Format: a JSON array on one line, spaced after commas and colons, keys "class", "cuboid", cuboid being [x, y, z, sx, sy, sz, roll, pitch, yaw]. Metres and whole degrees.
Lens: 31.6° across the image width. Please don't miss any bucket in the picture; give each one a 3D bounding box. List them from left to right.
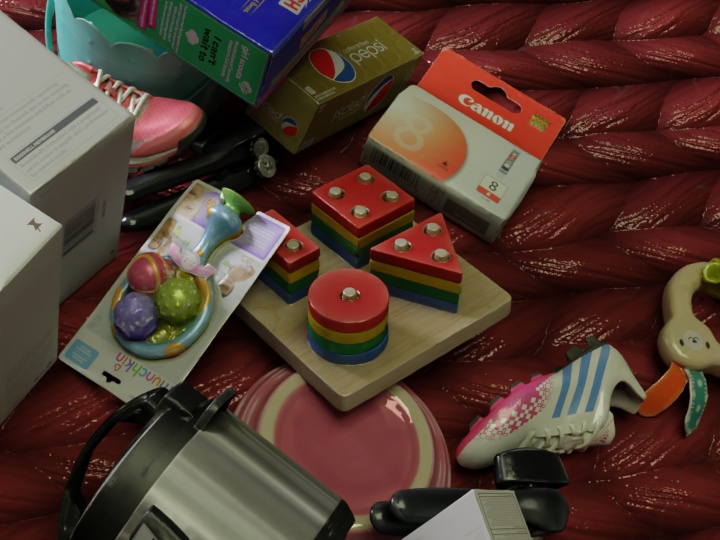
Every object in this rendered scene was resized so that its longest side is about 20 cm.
[{"class": "bucket", "cuboid": [-0.202, -0.240, 1.223, 0.204, 0.135, 0.210, 7, 55, -10]}]

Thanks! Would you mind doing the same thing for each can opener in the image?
[{"class": "can opener", "cuboid": [-0.147, -0.085, 1.179, 0.078, 0.064, 0.199, 3, 28, 41]}, {"class": "can opener", "cuboid": [0.091, 0.194, 1.030, 0.198, 0.064, 0.079, 0, 55, -34]}]

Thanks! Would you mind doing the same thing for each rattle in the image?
[{"class": "rattle", "cuboid": [0.346, 0.047, 1.189, 0.199, 0.143, 0.131, -35, 90, -38]}]

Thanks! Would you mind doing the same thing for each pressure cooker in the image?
[{"class": "pressure cooker", "cuboid": [-0.126, 0.192, 0.933, 0.199, 0.179, 0.176, 37, 66, 5]}]

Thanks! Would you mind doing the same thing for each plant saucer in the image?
[{"class": "plant saucer", "cuboid": [-0.016, 0.155, 1.066, 0.197, 0.051, 0.203, 7, 56, -10]}]

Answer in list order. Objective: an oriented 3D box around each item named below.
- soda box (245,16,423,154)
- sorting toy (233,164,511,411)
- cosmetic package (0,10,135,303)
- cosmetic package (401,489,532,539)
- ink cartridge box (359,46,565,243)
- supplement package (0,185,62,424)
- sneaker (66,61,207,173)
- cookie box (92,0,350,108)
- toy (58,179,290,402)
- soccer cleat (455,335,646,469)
[{"class": "soda box", "cuboid": [-0.022, -0.185, 1.247, 0.068, 0.064, 0.199, 40, 37, 12]}, {"class": "sorting toy", "cuboid": [0.000, 0.000, 1.121, 0.198, 0.070, 0.198, -27, 49, -31]}, {"class": "cosmetic package", "cuboid": [-0.307, -0.092, 1.056, 0.199, 0.200, 0.123, 38, 55, 12]}, {"class": "cosmetic package", "cuboid": [0.047, 0.244, 0.934, 0.050, 0.200, 0.083, 11, 49, -40]}, {"class": "ink cartridge box", "cuboid": [0.114, -0.143, 1.301, 0.161, 0.050, 0.201, 31, 58, 6]}, {"class": "supplement package", "cuboid": [-0.332, 0.032, 0.967, 0.149, 0.201, 0.152, 32, 55, 7]}, {"class": "sneaker", "cuboid": [-0.235, -0.144, 1.138, 0.197, 0.088, 0.074, 4, 45, 19]}, {"class": "cookie box", "cuboid": [-0.123, -0.266, 1.133, 0.199, 0.076, 0.172, 33, 54, 6]}, {"class": "toy", "cuboid": [-0.162, 0.010, 1.073, 0.114, 0.047, 0.201, 26, 68, 28]}, {"class": "soccer cleat", "cuboid": [0.174, 0.131, 1.122, 0.199, 0.070, 0.087, -29, 68, -30]}]
